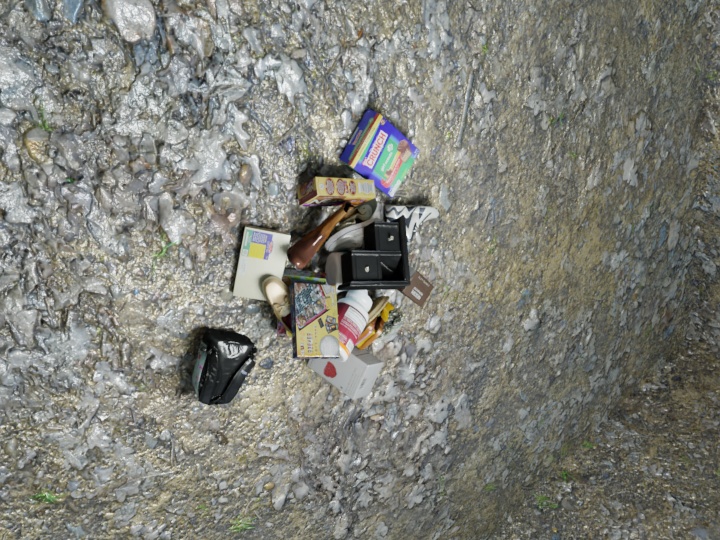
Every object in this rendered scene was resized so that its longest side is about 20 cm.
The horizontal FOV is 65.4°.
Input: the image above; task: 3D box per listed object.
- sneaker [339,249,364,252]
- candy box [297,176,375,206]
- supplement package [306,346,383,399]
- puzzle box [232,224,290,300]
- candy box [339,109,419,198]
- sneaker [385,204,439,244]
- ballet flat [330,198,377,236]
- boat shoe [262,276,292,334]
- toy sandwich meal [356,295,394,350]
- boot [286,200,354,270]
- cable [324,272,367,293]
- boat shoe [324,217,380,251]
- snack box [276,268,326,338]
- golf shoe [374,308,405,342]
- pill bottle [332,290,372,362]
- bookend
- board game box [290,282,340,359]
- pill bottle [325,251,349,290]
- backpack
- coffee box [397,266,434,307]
[{"bbox_3d":[0.019,-0.091,1.751,0.195,0.066,0.093,-15,122,-27],"label":"sneaker"},{"bbox_3d":[-0.067,-0.221,1.589,0.195,0.116,0.058,-5,85,-35],"label":"candy box"},{"bbox_3d":[-0.049,0.297,1.778,0.119,0.197,0.124,6,111,-62],"label":"supplement package"},{"bbox_3d":[-0.277,-0.018,1.572,0.129,0.025,0.206,10,107,-17],"label":"puzzle box"},{"bbox_3d":[0.059,-0.342,1.655,0.198,0.077,0.172,29,93,-39],"label":"candy box"},{"bbox_3d":[0.166,-0.143,1.810,0.194,0.079,0.134,-4,103,-34],"label":"sneaker"},{"bbox_3d":[-0.016,-0.156,1.696,0.197,0.063,0.069,-30,121,-21],"label":"ballet flat"},{"bbox_3d":[-0.210,0.106,1.587,0.073,0.069,0.203,-34,121,-8],"label":"boat shoe"},{"bbox_3d":[0.037,0.165,1.805,0.205,0.205,0.071,-44,95,-10],"label":"toy sandwich meal"},{"bbox_3d":[-0.104,-0.097,1.549,0.198,0.188,0.069,-38,94,25],"label":"boot"},{"bbox_3d":[-0.069,0.090,1.770,0.196,0.069,0.205,-25,124,-24],"label":"cable"},{"bbox_3d":[-0.011,-0.093,1.660,0.196,0.066,0.074,-26,159,-18],"label":"boat shoe"},{"bbox_3d":[-0.176,0.103,1.670,0.137,0.053,0.206,5,112,-3],"label":"snack box"},{"bbox_3d":[0.077,0.216,1.917,0.197,0.078,0.099,-23,138,-41],"label":"golf shoe"},{"bbox_3d":[-0.045,0.160,1.678,0.203,0.111,0.114,-59,135,-28],"label":"pill bottle"},{"bbox_3d":[0.033,-0.051,1.590,0.193,0.092,0.207,1,80,-27],"label":"bookend"},{"bbox_3d":[-0.127,0.140,1.559,0.132,0.034,0.207,6,70,-29],"label":"board game box"},{"bbox_3d":[0.000,0.000,1.679,0.194,0.111,0.114,-3,113,-28],"label":"pill bottle"},{"bbox_3d":[-0.397,0.275,1.585,0.163,0.127,0.205,15,103,-27],"label":"backpack"},{"bbox_3d":[0.128,0.020,1.794,0.114,0.199,0.081,37,89,-40],"label":"coffee box"}]
